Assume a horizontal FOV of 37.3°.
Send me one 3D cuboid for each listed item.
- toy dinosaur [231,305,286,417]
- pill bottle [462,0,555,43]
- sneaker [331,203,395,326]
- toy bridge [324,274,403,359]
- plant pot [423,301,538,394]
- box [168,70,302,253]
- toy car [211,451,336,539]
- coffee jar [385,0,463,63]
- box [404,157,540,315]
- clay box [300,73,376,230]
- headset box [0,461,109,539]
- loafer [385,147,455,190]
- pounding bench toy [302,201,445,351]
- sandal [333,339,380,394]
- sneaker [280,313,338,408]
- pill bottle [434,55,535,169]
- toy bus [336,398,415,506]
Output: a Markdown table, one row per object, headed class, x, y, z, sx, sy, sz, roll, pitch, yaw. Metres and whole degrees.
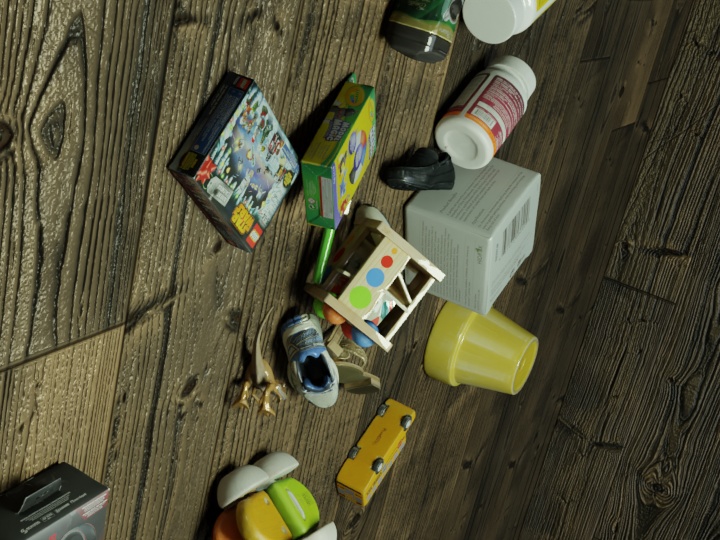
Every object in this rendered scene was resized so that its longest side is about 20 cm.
| class | x | y | z | sx | sy | sz | roll | pitch | yaw |
| --- | --- | --- | --- | --- | --- | --- | --- | --- | --- |
| toy dinosaur | -0.145 | 0.144 | 1.509 | 0.200 | 0.060 | 0.106 | 85 | 11 | -57 |
| pill bottle | 0.254 | -0.457 | 1.748 | 0.200 | 0.114 | 0.114 | -47 | 150 | -40 |
| sneaker | 0.000 | 0.000 | 1.638 | 0.093 | 0.070 | 0.200 | -12 | 105 | -32 |
| toy bridge | -0.008 | 0.073 | 1.720 | 0.200 | 0.027 | 0.067 | -49 | -169 | -32 |
| plant pot | 0.259 | 0.163 | 2.224 | 0.201 | 0.189 | 0.201 | -47 | 148 | -40 |
| box | -0.142 | -0.123 | 1.271 | 0.137 | 0.040 | 0.200 | -61 | 157 | -14 |
| toy car | -0.146 | 0.383 | 1.606 | 0.150 | 0.175 | 0.200 | -38 | 168 | 23 |
| coffee jar | 0.104 | -0.396 | 1.506 | 0.104 | 0.085 | 0.200 | -4 | 113 | -68 |
| box | 0.196 | -0.072 | 1.891 | 0.199 | 0.171 | 0.200 | -50 | 152 | -36 |
| clay box | -0.022 | -0.165 | 1.446 | 0.115 | 0.047 | 0.200 | 87 | 22 | -48 |
| headset box | -0.354 | 0.314 | 1.152 | 0.149 | 0.075 | 0.200 | -27 | 134 | -57 |
| loafer | 0.097 | -0.165 | 1.737 | 0.200 | 0.068 | 0.071 | -10 | 101 | -61 |
| pounding bench toy | -0.015 | 0.001 | 1.539 | 0.156 | 0.200 | 0.124 | -52 | -163 | -5 |
| sandal | -0.023 | 0.151 | 1.771 | 0.212 | 0.077 | 0.070 | 42 | 39 | -63 |
| sneaker | -0.072 | 0.157 | 1.596 | 0.077 | 0.085 | 0.200 | -21 | 138 | -2 |
| pill bottle | 0.219 | -0.276 | 1.839 | 0.200 | 0.109 | 0.110 | -52 | 153 | -31 |
| toy bus | 0.032 | 0.346 | 2.045 | 0.200 | 0.065 | 0.078 | -53 | 154 | -31 |
